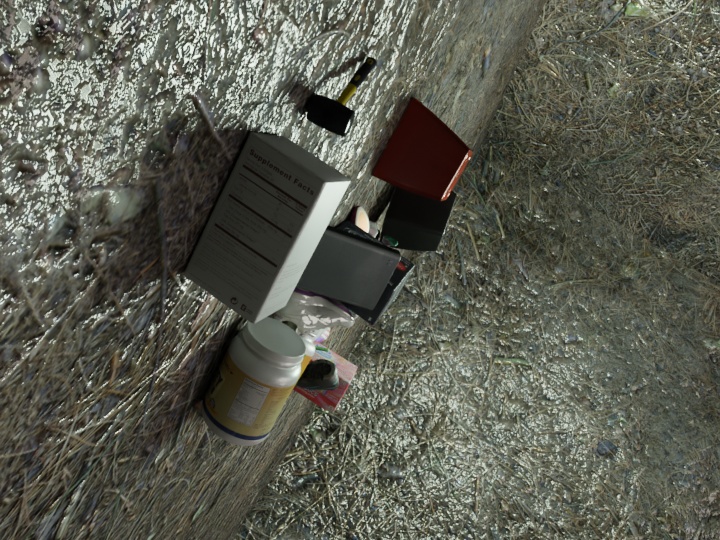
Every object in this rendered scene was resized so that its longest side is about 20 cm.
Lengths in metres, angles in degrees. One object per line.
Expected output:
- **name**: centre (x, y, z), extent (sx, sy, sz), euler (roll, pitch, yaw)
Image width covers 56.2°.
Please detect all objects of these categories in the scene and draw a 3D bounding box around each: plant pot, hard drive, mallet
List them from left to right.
- **hard drive**: centre (-0.033, -0.007, 1.364), extent (0.141, 0.196, 0.033), euler (-62, -155, 23)
- **mallet**: centre (-0.007, -0.261, 0.992), extent (0.201, 0.065, 0.042), euler (-53, 170, -43)
- **plant pot**: centre (0.171, -0.165, 1.957), extent (0.200, 0.174, 0.203), euler (97, 14, -71)
- **plant pot**: centre (0.165, -0.276, 1.643), extent (0.203, 0.174, 0.200), euler (-61, 172, 12)

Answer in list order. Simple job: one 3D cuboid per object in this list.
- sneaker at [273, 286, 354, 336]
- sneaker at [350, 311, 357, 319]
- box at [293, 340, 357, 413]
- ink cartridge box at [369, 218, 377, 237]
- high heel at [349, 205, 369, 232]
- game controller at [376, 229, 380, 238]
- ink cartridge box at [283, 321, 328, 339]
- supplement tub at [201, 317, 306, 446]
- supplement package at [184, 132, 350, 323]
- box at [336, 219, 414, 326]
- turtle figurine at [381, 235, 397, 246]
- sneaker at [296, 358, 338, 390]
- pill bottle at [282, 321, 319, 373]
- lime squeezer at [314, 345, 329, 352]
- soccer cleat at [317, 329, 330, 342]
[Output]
- **sneaker**: centre (-0.100, 0.094, 1.423), extent (0.198, 0.075, 0.101), euler (23, 96, -37)
- **sneaker**: centre (-0.029, 0.078, 1.774), extent (0.072, 0.079, 0.200), euler (-64, -157, 9)
- **box**: centre (-0.119, 0.244, 1.668), extent (0.104, 0.197, 0.095), euler (-61, 176, 22)
- **ink cartridge box**: centre (-0.013, -0.067, 1.848), extent (0.163, 0.049, 0.200), euler (-61, -170, 12)
- **high heel**: centre (-0.029, -0.081, 1.677), extent (0.067, 0.095, 0.203), euler (-41, 142, -35)
- **game controller**: centre (0.016, -0.045, 2.036), extent (0.201, 0.041, 0.106), euler (105, 11, -62)
- **ink cartridge box**: centre (-0.097, 0.078, 1.622), extent (0.148, 0.085, 0.200), euler (-61, 171, 13)
- **supplement tub**: centre (-0.195, 0.202, 1.244), extent (0.203, 0.143, 0.144), euler (-61, 172, 17)
- **supplement package**: centre (-0.117, -0.057, 0.865), extent (0.203, 0.116, 0.117), euler (-60, 171, 14)
- **box**: centre (0.000, 0.000, 1.529), extent (0.105, 0.198, 0.182), euler (-60, 173, 26)
- **turtle figurine**: centre (0.031, 0.006, 1.858), extent (0.203, 0.099, 0.150), euler (-69, 171, 27)
- **sneaker**: centre (-0.143, 0.250, 1.579), extent (0.080, 0.195, 0.077), euler (70, 30, -51)
- **pill bottle**: centre (-0.168, 0.187, 1.481), extent (0.202, 0.110, 0.111), euler (-59, 172, -2)
- **lime squeezer**: centre (-0.174, 0.195, 1.555), extent (0.196, 0.071, 0.038), euler (-24, 139, -5)
- **soccer cleat**: centre (-0.125, 0.162, 1.858), extent (0.078, 0.066, 0.200), euler (-64, 168, 22)
